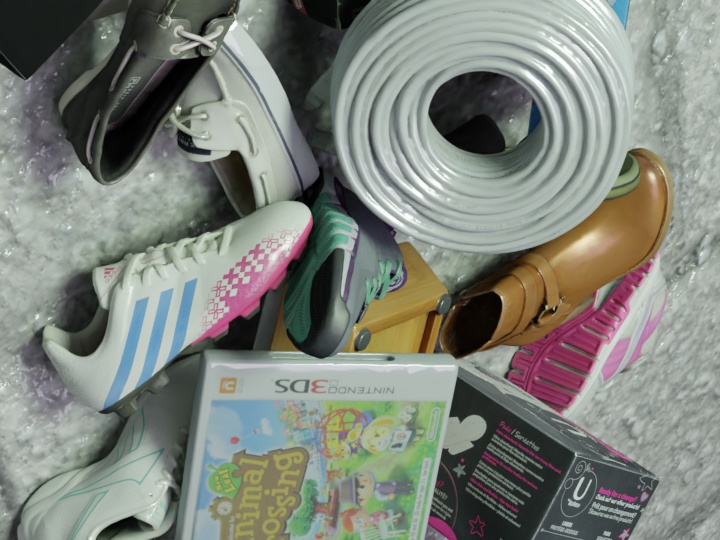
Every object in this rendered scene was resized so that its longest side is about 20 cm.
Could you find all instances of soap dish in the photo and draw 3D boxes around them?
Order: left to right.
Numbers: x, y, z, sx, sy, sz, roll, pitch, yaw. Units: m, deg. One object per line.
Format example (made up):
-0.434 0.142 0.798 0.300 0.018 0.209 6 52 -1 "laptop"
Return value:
-0.015 0.088 1.287 0.157 0.081 0.200 -18 127 -55 "soap dish"

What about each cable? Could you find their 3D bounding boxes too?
0.078 -0.105 1.127 0.200 0.069 0.200 28 121 -11 "cable"

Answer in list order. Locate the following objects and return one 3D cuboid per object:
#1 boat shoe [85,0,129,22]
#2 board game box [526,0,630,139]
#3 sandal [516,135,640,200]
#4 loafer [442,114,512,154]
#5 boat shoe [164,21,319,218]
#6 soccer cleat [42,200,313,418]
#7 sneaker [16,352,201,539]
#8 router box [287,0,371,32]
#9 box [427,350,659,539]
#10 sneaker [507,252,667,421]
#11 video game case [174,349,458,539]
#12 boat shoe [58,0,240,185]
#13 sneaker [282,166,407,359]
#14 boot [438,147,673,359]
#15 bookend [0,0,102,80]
-0.150 -0.203 1.025 0.200 0.075 0.093 -17 89 -16 "boat shoe"
0.161 -0.193 1.231 0.200 0.056 0.196 -71 168 -62 "board game box"
0.142 -0.078 1.278 0.201 0.080 0.058 -11 99 -53 "sandal"
0.076 -0.084 1.304 0.200 0.073 0.072 21 90 -57 "loafer"
-0.092 -0.102 1.134 0.070 0.071 0.200 -46 144 -15 "boat shoe"
-0.123 0.011 1.148 0.200 0.070 0.086 -42 110 2 "soccer cleat"
-0.145 0.142 1.226 0.200 0.080 0.070 -46 136 -13 "sneaker"
0.044 -0.259 1.163 0.200 0.062 0.150 -20 129 -33 "router box"
0.110 0.154 1.380 0.132 0.200 0.115 20 100 -48 "box"
0.206 0.067 1.505 0.200 0.081 0.088 -53 137 -3 "sneaker"
-0.034 0.149 1.217 0.182 0.022 0.200 2 113 -19 "video game case"
-0.116 -0.121 1.028 0.067 0.057 0.200 -7 156 -39 "boat shoe"
0.000 0.000 1.177 0.087 0.200 0.074 26 118 -17 "sneaker"
0.154 -0.005 1.377 0.155 0.074 0.200 -18 147 -44 "boot"
-0.233 -0.150 0.870 0.200 0.199 0.092 -47 140 -8 "bookend"
